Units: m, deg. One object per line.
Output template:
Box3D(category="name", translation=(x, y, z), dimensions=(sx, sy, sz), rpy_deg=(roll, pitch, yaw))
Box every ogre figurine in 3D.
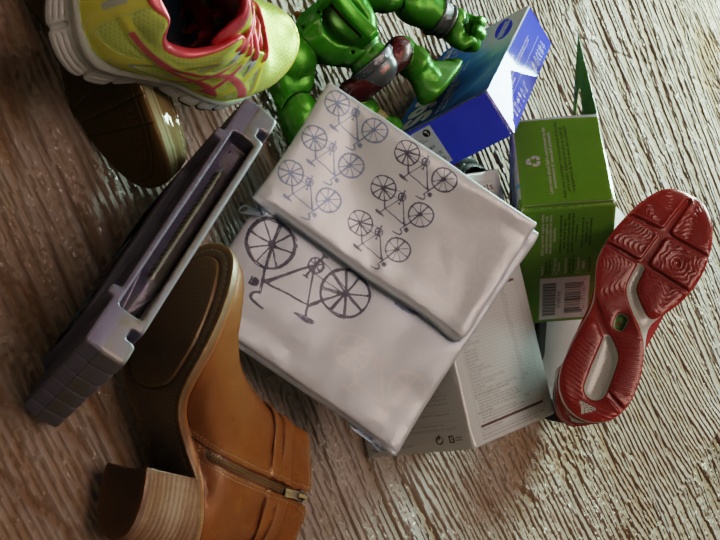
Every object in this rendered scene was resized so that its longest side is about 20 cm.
Box3D(category="ogre figurine", translation=(0.002, -0.165, 0.928), dimensions=(0.200, 0.098, 0.120), rpy_deg=(-39, 109, 2))

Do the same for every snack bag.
Box3D(category="snack bag", translation=(0.000, 0.000, 0.836), dimensions=(0.189, 0.021, 0.200), rpy_deg=(35, 83, -6))

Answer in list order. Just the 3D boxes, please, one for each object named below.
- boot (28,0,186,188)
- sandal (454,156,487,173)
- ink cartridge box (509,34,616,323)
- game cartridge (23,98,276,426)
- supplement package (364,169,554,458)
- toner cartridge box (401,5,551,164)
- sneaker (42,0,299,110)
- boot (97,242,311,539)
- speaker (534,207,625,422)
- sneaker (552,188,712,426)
Box3D(category="boot", translation=(-0.137, -0.169, 0.808), dimensions=(0.155, 0.072, 0.200), rpy_deg=(-36, 106, -48))
Box3D(category="sandal", translation=(0.100, -0.062, 1.046), dimensions=(0.200, 0.048, 0.075), rpy_deg=(41, 53, -34))
Box3D(category="ink cartridge box", translation=(0.161, -0.077, 1.008), dimensions=(0.148, 0.076, 0.200), rpy_deg=(81, 5, -49))
Box3D(category="game cartridge", translation=(-0.130, -0.006, 0.727), dimensions=(0.038, 0.130, 0.200), rpy_deg=(39, 52, -16))
Box3D(category="supplement package", translation=(0.057, 0.032, 0.930), dimensions=(0.114, 0.109, 0.200), rpy_deg=(-12, 89, -48))
Box3D(category="toner cartridge box", translation=(0.096, -0.151, 0.996), dimensions=(0.043, 0.095, 0.200), rpy_deg=(56, 30, -18))
Box3D(category="sneaker", translation=(-0.090, -0.146, 0.730), dimensions=(0.200, 0.090, 0.078), rpy_deg=(-13, 90, -56))
Box3D(category="boot", translation=(-0.083, 0.093, 0.786), dimensions=(0.155, 0.074, 0.200), rpy_deg=(23, 83, -48))
Box3D(category="speaker", translation=(0.203, 0.040, 1.107), dimensions=(0.081, 0.081, 0.200), rpy_deg=(27, 61, -40))
Box3D(category="sneaker", translation=(0.199, 0.033, 0.938), dimensions=(0.078, 0.116, 0.200), rpy_deg=(33, 75, 4))
